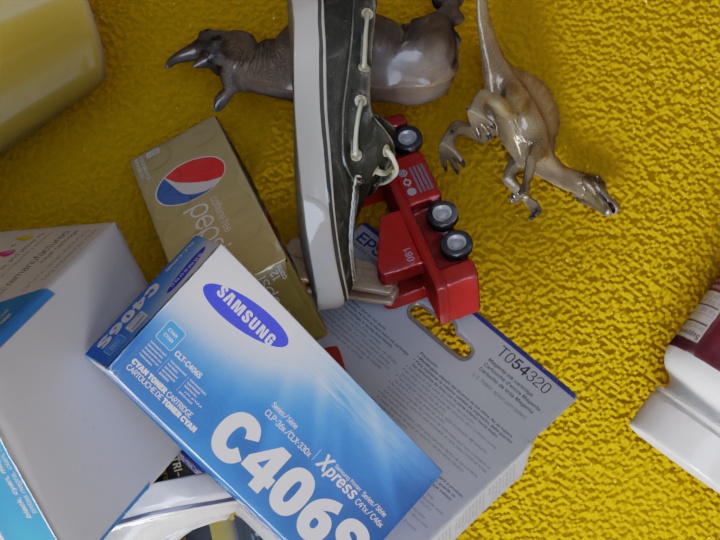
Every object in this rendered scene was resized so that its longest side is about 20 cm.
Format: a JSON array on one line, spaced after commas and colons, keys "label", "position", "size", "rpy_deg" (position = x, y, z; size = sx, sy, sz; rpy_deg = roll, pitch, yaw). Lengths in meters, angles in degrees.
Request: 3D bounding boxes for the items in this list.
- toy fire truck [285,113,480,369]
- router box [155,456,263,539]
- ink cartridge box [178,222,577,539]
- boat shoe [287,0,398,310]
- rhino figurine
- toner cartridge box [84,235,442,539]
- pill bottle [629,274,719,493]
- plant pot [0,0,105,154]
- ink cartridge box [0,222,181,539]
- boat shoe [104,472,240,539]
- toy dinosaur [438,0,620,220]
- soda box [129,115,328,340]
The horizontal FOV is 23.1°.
[{"label": "toy fire truck", "position": [0.000, 0.000, 1.133], "size": [0.141, 0.049, 0.200], "rpy_deg": [-19, 58, -7]}, {"label": "router box", "position": [-0.044, 0.197, 1.179], "size": [0.157, 0.052, 0.200], "rpy_deg": [-15, 90, -1]}, {"label": "ink cartridge box", "position": [0.001, 0.093, 1.127], "size": [0.200, 0.043, 0.196], "rpy_deg": [-40, 64, -21]}, {"label": "boat shoe", "position": [-0.009, -0.076, 1.083], "size": [0.064, 0.071, 0.200], "rpy_deg": [-2, 85, -4]}, {"label": "rhino figurine", "position": [-0.029, -0.142, 1.157], "size": [0.200, 0.087, 0.060], "rpy_deg": [-3, 134, 0]}, {"label": "toner cartridge box", "position": [-0.052, 0.082, 1.003], "size": [0.095, 0.043, 0.200], "rpy_deg": [-49, 114, -11]}, {"label": "pill bottle", "position": [0.272, 0.049, 1.156], "size": [0.114, 0.114, 0.200], "rpy_deg": [35, 89, -1]}, {"label": "plant pot", "position": [-0.273, -0.142, 1.115], "size": [0.189, 0.201, 0.201], "rpy_deg": [-25, 91, -17]}, {"label": "ink cartridge box", "position": [-0.227, 0.072, 1.040], "size": [0.200, 0.147, 0.145], "rpy_deg": [-3, 122, 35]}, {"label": "boat shoe", "position": [-0.157, 0.177, 1.053], "size": [0.200, 0.071, 0.070], "rpy_deg": [-20, 79, -1]}, {"label": "toy dinosaur", "position": [0.096, -0.107, 1.171], "size": [0.101, 0.058, 0.200], "rpy_deg": [-41, 107, -40]}, {"label": "soda box", "position": [-0.086, -0.017, 1.105], "size": [0.068, 0.200, 0.064], "rpy_deg": [-28, 124, -1]}]
